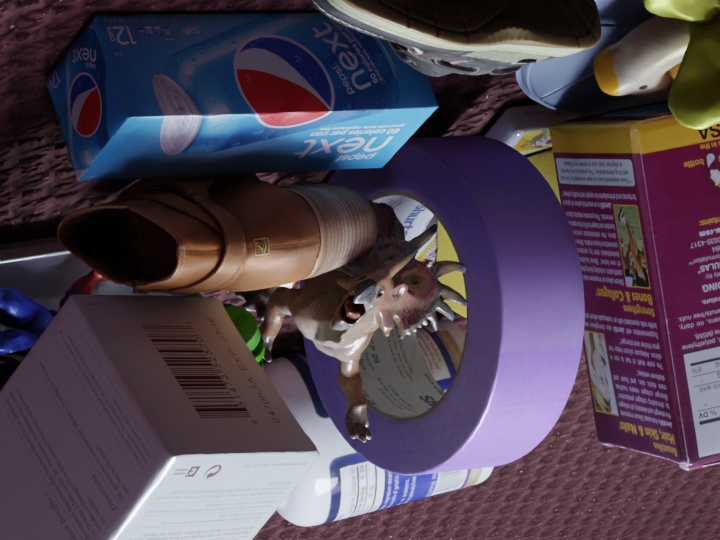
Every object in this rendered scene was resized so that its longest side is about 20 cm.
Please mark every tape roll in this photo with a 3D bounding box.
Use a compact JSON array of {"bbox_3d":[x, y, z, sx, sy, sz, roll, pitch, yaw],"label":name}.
[{"bbox_3d":[0.046,0.020,1.719,0.065,0.201,0.200,-2,153,-37],"label":"tape roll"}]

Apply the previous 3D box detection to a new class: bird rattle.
[{"bbox_3d":[0.219,-0.141,1.591,0.199,0.113,0.163,-17,175,-44],"label":"bird rattle"}]

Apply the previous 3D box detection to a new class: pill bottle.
[{"bbox_3d":[-0.016,0.112,2.001,0.199,0.120,0.120,-12,158,-18],"label":"pill bottle"}]

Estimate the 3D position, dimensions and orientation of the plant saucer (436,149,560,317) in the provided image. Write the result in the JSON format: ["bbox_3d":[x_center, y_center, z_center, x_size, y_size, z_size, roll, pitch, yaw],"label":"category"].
[{"bbox_3d":[0.150,-0.026,1.852,0.199,0.049,0.200,-17,159,-6],"label":"plant saucer"}]

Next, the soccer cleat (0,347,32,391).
[{"bbox_3d":[-0.206,0.077,1.578,0.199,0.068,0.081,-1,180,-24],"label":"soccer cleat"}]

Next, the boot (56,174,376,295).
[{"bbox_3d":[-0.109,-0.023,1.566,0.199,0.074,0.154,-3,-175,43],"label":"boot"}]

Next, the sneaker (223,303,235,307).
[{"bbox_3d":[-0.147,0.066,1.802,0.079,0.076,0.200,12,156,-41],"label":"sneaker"}]

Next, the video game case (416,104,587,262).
[{"bbox_3d":[0.131,-0.056,1.858,0.181,0.023,0.200,-8,157,-29],"label":"video game case"}]

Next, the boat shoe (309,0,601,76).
[{"bbox_3d":[0.042,-0.133,1.518,0.199,0.074,0.065,8,148,-41],"label":"boat shoe"}]

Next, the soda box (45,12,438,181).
[{"bbox_3d":[-0.062,-0.094,1.536,0.199,0.064,0.068,-5,155,-36],"label":"soda box"}]

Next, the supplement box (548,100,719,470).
[{"bbox_3d":[0.192,0.003,1.676,0.103,0.201,0.131,-11,-173,-18],"label":"supplement box"}]

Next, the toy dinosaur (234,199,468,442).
[{"bbox_3d":[0.000,0.000,1.658,0.086,0.200,0.136,24,120,-23],"label":"toy dinosaur"}]

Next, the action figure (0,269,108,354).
[{"bbox_3d":[-0.172,0.028,1.669,0.099,0.066,0.200,-19,161,25],"label":"action figure"}]

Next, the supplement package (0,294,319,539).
[{"bbox_3d":[-0.139,0.122,1.538,0.117,0.117,0.200,2,135,-49],"label":"supplement package"}]

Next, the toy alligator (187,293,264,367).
[{"bbox_3d":[-0.082,0.081,1.650,0.054,0.059,0.201,-26,141,-30],"label":"toy alligator"}]

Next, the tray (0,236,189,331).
[{"bbox_3d":[-0.181,0.004,1.726,0.199,0.022,0.107,-9,155,-26],"label":"tray"}]

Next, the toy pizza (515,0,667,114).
[{"bbox_3d":[0.181,-0.151,1.657,0.199,0.032,0.200,-16,159,-6],"label":"toy pizza"}]
